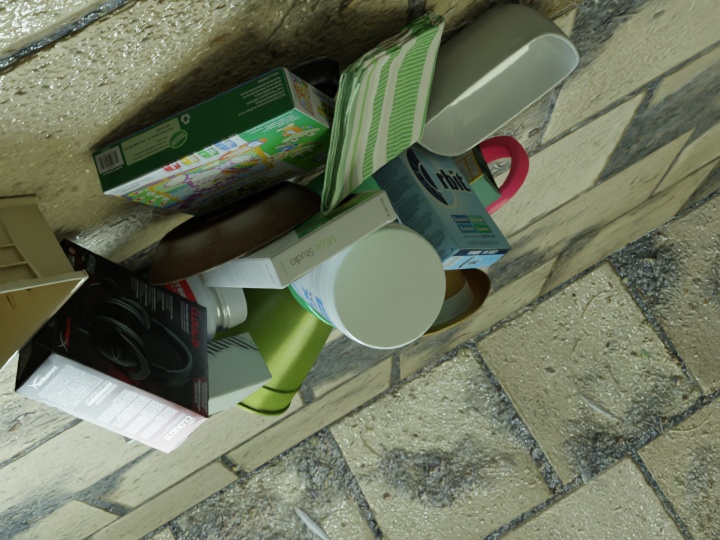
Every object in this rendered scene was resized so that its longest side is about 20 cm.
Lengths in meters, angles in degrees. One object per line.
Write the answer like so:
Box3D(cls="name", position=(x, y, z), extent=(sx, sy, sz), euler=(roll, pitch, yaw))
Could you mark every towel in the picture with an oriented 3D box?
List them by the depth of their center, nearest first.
Box3D(cls="towel", position=(0.025, -0.159, 1.114), extent=(0.200, 0.023, 0.154), euler=(-44, 151, -51))

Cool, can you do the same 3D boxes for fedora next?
Box3D(cls="fedora", position=(0.076, 0.016, 1.540), extent=(0.198, 0.083, 0.201), euler=(-15, -153, 7))

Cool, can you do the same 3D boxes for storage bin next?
Box3D(cls="storage bin", position=(-0.383, 0.035, 0.999), extent=(0.200, 0.094, 0.198), euler=(-40, 165, 33))

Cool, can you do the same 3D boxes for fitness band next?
Box3D(cls="fitness band", position=(0.140, -0.114, 1.565), extent=(0.199, 0.037, 0.144), euler=(-25, -148, 28))

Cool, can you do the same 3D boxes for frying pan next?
Box3D(cls="frying pan", position=(-0.091, -0.159, 1.111), extent=(0.189, 0.031, 0.115), euler=(-24, 164, -42))

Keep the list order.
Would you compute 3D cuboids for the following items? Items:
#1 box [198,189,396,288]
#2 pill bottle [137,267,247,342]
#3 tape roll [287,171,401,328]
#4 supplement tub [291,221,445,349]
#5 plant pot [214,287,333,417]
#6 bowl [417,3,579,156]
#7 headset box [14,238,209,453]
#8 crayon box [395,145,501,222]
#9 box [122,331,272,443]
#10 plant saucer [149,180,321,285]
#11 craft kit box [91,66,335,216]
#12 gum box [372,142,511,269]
Box3D(cls="box", position=(-0.072, -0.031, 1.151), extent=(0.144, 0.037, 0.199), euler=(-32, -164, -26))
Box3D(cls="pill bottle", position=(-0.241, 0.056, 1.340), extent=(0.199, 0.115, 0.114), euler=(-26, 165, -25))
Box3D(cls="tape roll", position=(0.000, -0.028, 1.392), extent=(0.199, 0.202, 0.048), euler=(-27, -158, -18))
Box3D(cls="supplement tub", position=(0.000, 0.000, 1.251), extent=(0.131, 0.133, 0.200), euler=(-29, -162, -10))
Box3D(cls="plant pot", position=(-0.113, 0.051, 1.489), extent=(0.193, 0.201, 0.200), euler=(-48, 161, 18))
Box3D(cls="bowl", position=(0.142, -0.222, 1.294), extent=(0.199, 0.075, 0.200), euler=(-36, 165, 17))
Box3D(cls="headset box", position=(-0.236, 0.081, 1.146), extent=(0.199, 0.150, 0.077), euler=(29, 126, -32))
Box3D(cls="crayon box", position=(0.080, -0.090, 1.510), extent=(0.199, 0.126, 0.052), euler=(-35, 127, 16))
Box3D(cls="box", position=(-0.195, 0.131, 1.312), extent=(0.082, 0.069, 0.199), euler=(-35, 169, 27))
Box3D(cls="plant saucer", position=(-0.134, -0.046, 1.173), extent=(0.198, 0.037, 0.201), euler=(-24, -168, 6))
Box3D(cls="craft kit box", position=(-0.117, -0.114, 1.075), extent=(0.198, 0.049, 0.197), euler=(-21, 173, 16))
Box3D(cls="gum box", position=(0.079, -0.095, 1.331), extent=(0.044, 0.201, 0.169), euler=(-38, 165, 23))
